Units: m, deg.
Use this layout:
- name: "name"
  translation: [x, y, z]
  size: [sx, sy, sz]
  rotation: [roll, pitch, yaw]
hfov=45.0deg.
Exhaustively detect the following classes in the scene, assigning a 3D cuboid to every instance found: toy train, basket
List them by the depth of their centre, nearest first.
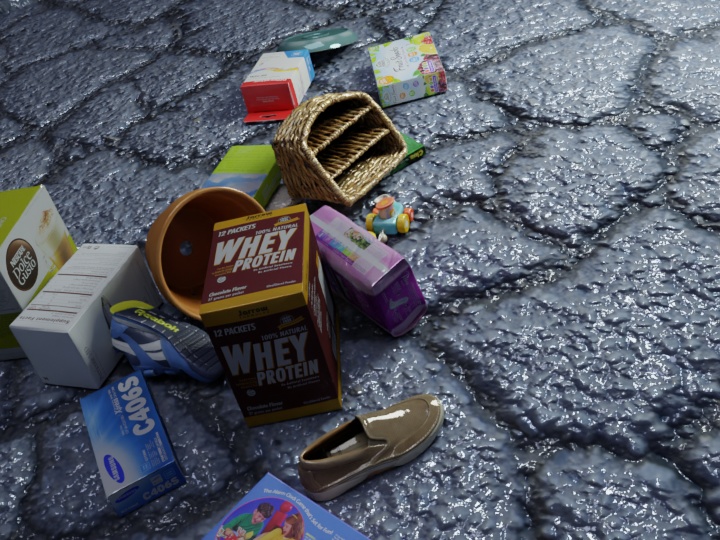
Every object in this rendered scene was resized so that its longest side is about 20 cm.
- name: "toy train"
  translation: [-0.012, -0.079, 1.417]
  size: [0.198, 0.056, 0.150]
  rotation: [-30, 39, -18]
- name: "basket"
  translation: [-0.033, -0.222, 1.485]
  size: [0.147, 0.145, 0.200]
  rotation: [11, 40, 39]

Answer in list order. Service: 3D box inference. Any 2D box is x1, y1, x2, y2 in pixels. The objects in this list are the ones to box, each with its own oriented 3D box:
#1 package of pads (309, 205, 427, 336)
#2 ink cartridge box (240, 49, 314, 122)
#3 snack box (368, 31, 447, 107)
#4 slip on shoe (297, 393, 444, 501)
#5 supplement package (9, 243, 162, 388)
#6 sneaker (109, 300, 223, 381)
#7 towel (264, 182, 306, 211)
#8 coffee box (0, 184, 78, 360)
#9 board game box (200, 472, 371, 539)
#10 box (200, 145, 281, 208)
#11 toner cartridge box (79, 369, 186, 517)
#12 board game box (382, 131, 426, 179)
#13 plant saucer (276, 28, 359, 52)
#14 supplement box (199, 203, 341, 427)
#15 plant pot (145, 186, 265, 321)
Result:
- name: "package of pads"
  translation: [0.000, 0.000, 1.245]
  size: [0.075, 0.121, 0.199]
  rotation: [-41, 45, -14]
- name: "ink cartridge box"
  translation: [-0.183, -0.401, 1.885]
  size: [0.114, 0.068, 0.201]
  rotation: [-2, 39, 17]
- name: "snack box"
  translation: [0.096, -0.423, 1.821]
  size: [0.140, 0.054, 0.201]
  rotation: [-15, 37, 4]
- name: "slip on shoe"
  translation: [0.013, 0.199, 1.043]
  size: [0.198, 0.061, 0.076]
  rotation: [-26, 37, -12]
- name: "supplement package"
  translation: [-0.413, 0.066, 1.330]
  size: [0.115, 0.118, 0.201]
  rotation: [3, 41, 23]
- name: "sneaker"
  translation: [-0.282, 0.117, 1.261]
  size: [0.198, 0.083, 0.074]
  rotation: [26, 23, 21]
- name: "towel"
  translation: [-0.202, -0.096, 1.528]
  size: [0.199, 0.035, 0.132]
  rotation: [-39, 41, -27]
- name: "coffee box"
  translation: [-0.593, 0.007, 1.404]
  size: [0.196, 0.200, 0.201]
  rotation: [-7, 37, 12]
- name: "board game box"
  translation: [-0.075, 0.319, 0.936]
  size: [0.198, 0.045, 0.134]
  rotation: [21, 50, 39]
- name: "box"
  translation: [-0.212, -0.151, 1.533]
  size: [0.120, 0.048, 0.201]
  rotation: [1, 40, 21]
- name: "toner cartridge box"
  translation: [-0.304, 0.223, 1.149]
  size: [0.094, 0.044, 0.200]
  rotation: [-27, 38, -12]
- name: "board game box"
  translation: [0.027, -0.236, 1.631]
  size: [0.104, 0.024, 0.200]
  rotation: [-28, 38, -17]
- name: "plant saucer"
  translation: [-0.102, -0.535, 2.018]
  size: [0.196, 0.028, 0.201]
  rotation: [-8, 21, 3]
- name: "supplement box"
  translation: [-0.112, 0.057, 1.156]
  size: [0.130, 0.202, 0.199]
  rotation: [-12, 36, 6]
- name: "plant pot"
  translation: [-0.247, -0.029, 1.344]
  size: [0.199, 0.202, 0.139]
  rotation: [-37, 25, -26]
